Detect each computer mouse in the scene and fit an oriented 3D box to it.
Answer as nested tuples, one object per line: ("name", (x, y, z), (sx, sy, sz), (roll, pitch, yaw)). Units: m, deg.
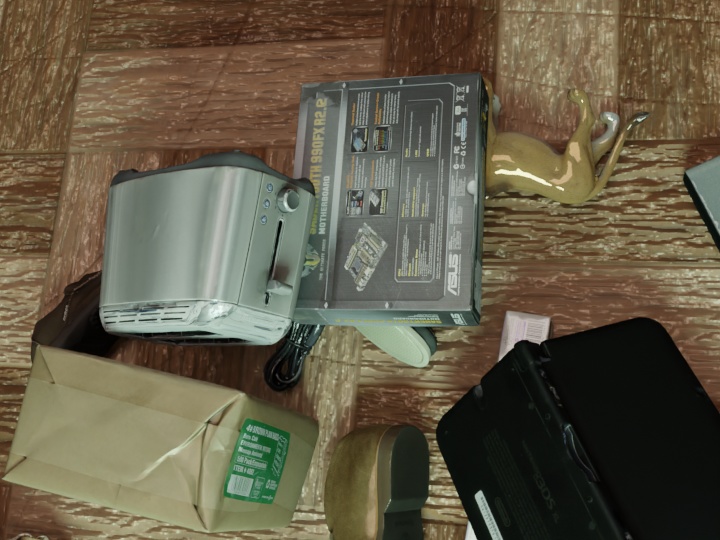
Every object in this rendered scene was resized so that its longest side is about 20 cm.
("computer mouse", (-0.114, 0.009, 0.876), (0.199, 0.044, 0.110), (38, 116, 24))

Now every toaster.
("toaster", (-0.130, -0.011, 0.760), (0.198, 0.113, 0.131), (-4, 75, 36))

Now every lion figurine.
("lion figurine", (0.143, -0.094, 0.837), (0.198, 0.072, 0.124), (7, 80, 14))

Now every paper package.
("paper package", (-0.151, 0.140, 0.783), (0.189, 0.200, 0.105), (9, 78, 16))

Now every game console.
("game console", (0.175, 0.155, 0.719), (0.176, 0.116, 0.201), (-49, 45, 30))

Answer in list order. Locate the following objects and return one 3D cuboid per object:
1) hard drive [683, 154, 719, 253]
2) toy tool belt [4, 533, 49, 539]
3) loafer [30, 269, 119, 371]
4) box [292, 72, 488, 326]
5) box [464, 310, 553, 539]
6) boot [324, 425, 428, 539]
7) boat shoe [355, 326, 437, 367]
("hard drive", (0.384, -0.059, 0.783), (0.198, 0.033, 0.141), (-24, 71, 8))
("toy tool belt", (-0.323, 0.278, 0.830), (0.199, 0.123, 0.125), (37, 87, 21))
("loafer", (-0.241, 0.025, 0.888), (0.199, 0.073, 0.071), (-38, 62, 18))
("box", (0.022, -0.057, 0.791), (0.157, 0.048, 0.202), (-1, 73, 16))
("box", (0.123, 0.135, 0.796), (0.041, 0.039, 0.202), (7, 77, 18))
("boot", (0.007, 0.228, 0.790), (0.075, 0.073, 0.202), (-5, 72, 39))
("boat shoe", (0.000, 0.000, 0.852), (0.067, 0.072, 0.200), (-38, 73, -25))
